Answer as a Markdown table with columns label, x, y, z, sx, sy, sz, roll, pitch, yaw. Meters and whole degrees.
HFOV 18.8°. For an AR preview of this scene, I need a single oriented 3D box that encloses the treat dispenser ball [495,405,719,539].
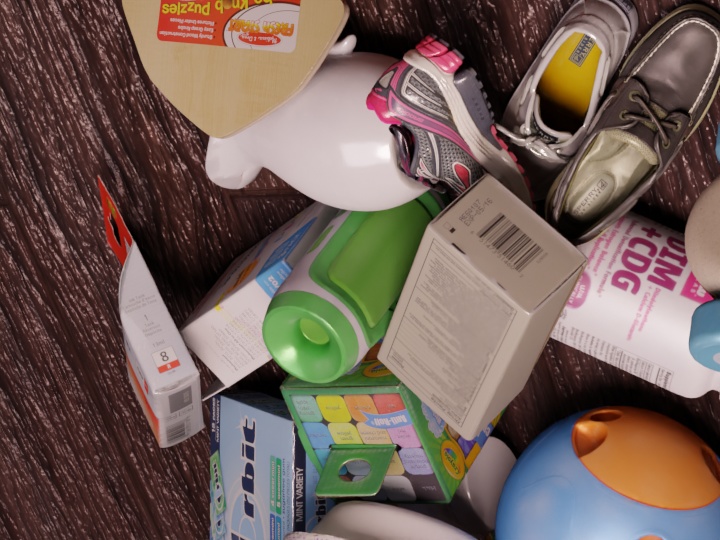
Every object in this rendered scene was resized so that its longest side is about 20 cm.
| label | x | y | z | sx | sy | sz | roll | pitch | yaw |
| --- | --- | --- | --- | --- | --- | --- | --- | --- | --- |
| treat dispenser ball | 0.208 | 0.209 | 1.753 | 0.200 | 0.201 | 0.202 | 17 | 132 | 20 |

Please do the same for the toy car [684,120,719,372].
| label | x | y | z | sx | sy | sz | roll | pitch | yaw |
| --- | --- | --- | --- | --- | --- | --- | --- | --- | --- |
| toy car | 0.339 | 0.005 | 1.512 | 0.176 | 0.185 | 0.200 | -6 | 150 | 35 |

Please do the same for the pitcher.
| label | x | y | z | sx | sy | sz | roll | pitch | yaw |
| --- | --- | --- | --- | --- | --- | --- | --- | --- | --- |
| pitcher | -0.030 | -0.136 | 1.697 | 0.199 | 0.121 | 0.173 | 10 | 115 | 39 |

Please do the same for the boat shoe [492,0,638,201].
| label | x | y | z | sx | sy | sz | roll | pitch | yaw |
| --- | --- | --- | --- | --- | --- | --- | --- | --- | --- |
| boat shoe | 0.143 | -0.113 | 1.617 | 0.074 | 0.086 | 0.202 | 33 | 135 | 5 |

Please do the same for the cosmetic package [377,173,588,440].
| label | x | y | z | sx | sy | sz | roll | pitch | yaw |
| --- | --- | --- | --- | --- | --- | --- | --- | --- | --- |
| cosmetic package | 0.087 | 0.030 | 1.620 | 0.103 | 0.073 | 0.200 | 42 | 151 | 13 |

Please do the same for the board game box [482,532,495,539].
| label | x | y | z | sx | sy | sz | roll | pitch | yaw |
| --- | --- | --- | --- | --- | --- | --- | --- | --- | --- |
| board game box | 0.185 | 0.297 | 1.866 | 0.200 | 0.096 | 0.030 | 32 | 113 | -36 |

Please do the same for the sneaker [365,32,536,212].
| label | x | y | z | sx | sy | sz | roll | pitch | yaw |
| --- | --- | --- | --- | --- | --- | --- | --- | --- | --- |
| sneaker | 0.067 | -0.083 | 1.618 | 0.081 | 0.075 | 0.200 | 41 | 166 | 53 |

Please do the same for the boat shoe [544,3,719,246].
| label | x | y | z | sx | sy | sz | roll | pitch | yaw |
| --- | --- | --- | --- | --- | --- | --- | --- | --- | --- |
| boat shoe | 0.200 | -0.097 | 1.562 | 0.072 | 0.066 | 0.201 | 33 | 109 | -5 |

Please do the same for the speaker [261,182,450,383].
| label | x | y | z | sx | sy | sz | roll | pitch | yaw |
| --- | --- | --- | --- | --- | --- | --- | --- | --- | --- |
| speaker | 0.000 | 0.000 | 1.714 | 0.088 | 0.200 | 0.089 | 17 | 132 | 20 |

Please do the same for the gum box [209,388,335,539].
| label | x | y | z | sx | sy | sz | roll | pitch | yaw |
| --- | --- | --- | --- | --- | --- | --- | --- | --- | --- |
| gum box | -0.080 | 0.201 | 1.915 | 0.200 | 0.044 | 0.171 | -171 | 80 | -65 |

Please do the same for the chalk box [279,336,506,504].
| label | x | y | z | sx | sy | sz | roll | pitch | yaw |
| --- | --- | --- | --- | --- | --- | --- | --- | --- | --- |
| chalk box | 0.025 | 0.109 | 1.786 | 0.124 | 0.200 | 0.124 | -4 | 123 | 33 |

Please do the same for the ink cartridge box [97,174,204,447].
| label | x | y | z | sx | sy | sz | roll | pitch | yaw |
| --- | --- | --- | --- | --- | --- | --- | --- | --- | --- |
| ink cartridge box | -0.197 | 0.038 | 1.870 | 0.201 | 0.050 | 0.162 | 60 | 167 | 17 |

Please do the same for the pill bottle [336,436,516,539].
| label | x | y | z | sx | sy | sz | roll | pitch | yaw |
| --- | --- | --- | --- | --- | --- | --- | --- | --- | --- |
| pill bottle | 0.042 | 0.202 | 1.914 | 0.199 | 0.111 | 0.112 | -18 | 114 | 39 |

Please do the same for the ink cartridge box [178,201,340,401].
| label | x | y | z | sx | sy | sz | roll | pitch | yaw |
| --- | --- | --- | --- | --- | --- | --- | --- | --- | --- |
| ink cartridge box | -0.077 | 0.022 | 1.839 | 0.068 | 0.115 | 0.200 | 46 | 135 | -10 |

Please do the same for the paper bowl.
| label | x | y | z | sx | sy | sz | roll | pitch | yaw |
| --- | --- | --- | --- | --- | --- | --- | --- | --- | --- |
| paper bowl | 0.029 | 0.254 | 1.749 | 0.200 | 0.105 | 0.201 | 17 | 162 | 5 |

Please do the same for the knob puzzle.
| label | x | y | z | sx | sy | sz | roll | pitch | yaw |
| --- | --- | --- | --- | --- | --- | --- | --- | --- | --- |
| knob puzzle | -0.094 | -0.201 | 1.674 | 0.219 | 0.030 | 0.221 | -1 | 88 | 26 |

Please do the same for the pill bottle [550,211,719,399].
| label | x | y | z | sx | sy | sz | roll | pitch | yaw |
| --- | --- | --- | --- | --- | --- | --- | --- | --- | --- |
| pill bottle | 0.231 | 0.027 | 1.655 | 0.199 | 0.113 | 0.114 | 24 | 134 | 12 |
